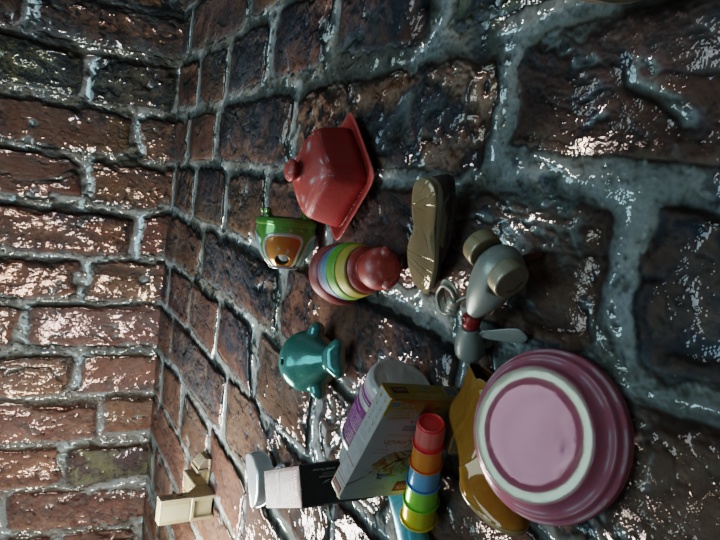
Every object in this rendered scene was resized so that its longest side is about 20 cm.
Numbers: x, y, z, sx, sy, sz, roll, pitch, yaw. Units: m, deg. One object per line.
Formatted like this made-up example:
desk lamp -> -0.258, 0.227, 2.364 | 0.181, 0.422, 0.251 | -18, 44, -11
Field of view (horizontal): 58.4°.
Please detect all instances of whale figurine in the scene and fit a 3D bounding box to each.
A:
whale figurine -> -0.101, 0.185, 1.325 | 0.200, 0.103, 0.160 | -16, 73, 60

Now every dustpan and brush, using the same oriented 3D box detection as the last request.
dustpan and brush -> -0.235, 0.508, 1.606 | 0.200, 0.057, 0.140 | 130, 134, -57

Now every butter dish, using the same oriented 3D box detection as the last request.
butter dish -> -0.080, -0.192, 1.283 | 0.200, 0.147, 0.201 | -57, 41, 44

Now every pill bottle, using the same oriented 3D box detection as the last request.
pill bottle -> 0.033, 0.253, 1.061 | 0.113, 0.112, 0.201 | 61, 138, 45

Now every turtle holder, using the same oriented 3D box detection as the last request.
turtle holder -> -0.176, -0.074, 1.456 | 0.185, 0.140, 0.133 | 14, 100, 60

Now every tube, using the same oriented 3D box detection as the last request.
tube -> 0.079, 0.407, 1.034 | 0.077, 0.050, 0.201 | -42, 44, 33

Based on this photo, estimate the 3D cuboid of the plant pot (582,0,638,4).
plant pot -> 0.244, -0.391, 0.688 | 0.174, 0.199, 0.201 | -115, 37, -67

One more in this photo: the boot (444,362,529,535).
boot -> 0.173, 0.225, 0.847 | 0.201, 0.070, 0.145 | -126, 44, -56

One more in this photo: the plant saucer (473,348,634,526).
plant saucer -> 0.209, 0.190, 0.747 | 0.200, 0.051, 0.202 | -15, 69, 42

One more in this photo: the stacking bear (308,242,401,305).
stacking bear -> 0.000, 0.000, 1.163 | 0.200, 0.113, 0.122 | -6, 82, 57

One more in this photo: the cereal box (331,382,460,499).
cereal box -> 0.057, 0.258, 0.965 | 0.040, 0.143, 0.201 | 53, 126, 48

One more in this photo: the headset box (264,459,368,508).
headset box -> -0.077, 0.401, 1.213 | 0.200, 0.148, 0.078 | -36, 57, 56

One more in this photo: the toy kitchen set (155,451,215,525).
toy kitchen set -> -0.580, 0.687, 2.079 | 0.200, 0.179, 0.164 | 16, 100, 57

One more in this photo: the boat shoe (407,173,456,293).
boat shoe -> 0.116, -0.055, 0.993 | 0.072, 0.064, 0.201 | 40, 141, 46

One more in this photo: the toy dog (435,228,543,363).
toy dog -> 0.183, 0.033, 0.858 | 0.200, 0.096, 0.133 | 111, 148, -57

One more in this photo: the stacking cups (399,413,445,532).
stacking cups -> 0.090, 0.296, 0.950 | 0.061, 0.060, 0.201 | -132, 36, -53
